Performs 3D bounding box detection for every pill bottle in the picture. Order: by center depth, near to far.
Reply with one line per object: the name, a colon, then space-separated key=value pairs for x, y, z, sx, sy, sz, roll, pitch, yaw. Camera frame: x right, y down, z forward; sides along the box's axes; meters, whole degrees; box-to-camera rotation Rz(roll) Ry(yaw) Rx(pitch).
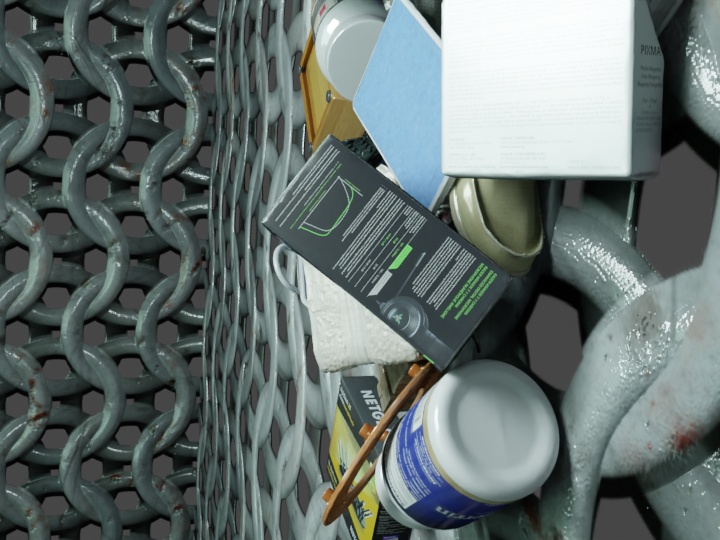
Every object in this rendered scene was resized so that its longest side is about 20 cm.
pill bottle: x=0.084 y=0.167 z=0.715 sx=0.200 sy=0.114 sz=0.117 roll=120 pitch=146 yaw=-59
pill bottle: x=0.000 y=-0.279 z=0.954 sx=0.201 sy=0.115 sz=0.118 roll=-99 pitch=18 yaw=-57

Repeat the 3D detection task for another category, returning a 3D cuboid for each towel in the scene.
towel: x=0.000 y=0.000 z=0.824 sx=0.131 sy=0.034 sz=0.203 roll=-12 pitch=82 yaw=36

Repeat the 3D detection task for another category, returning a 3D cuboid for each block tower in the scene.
block tower: x=0.069 y=0.081 z=0.860 sx=0.201 sy=0.057 sz=0.054 roll=114 pitch=150 yaw=-47

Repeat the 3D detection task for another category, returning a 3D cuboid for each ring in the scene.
ring: x=0.020 y=0.167 z=0.799 sx=0.019 sy=0.200 sz=0.202 roll=35 pitch=136 yaw=15

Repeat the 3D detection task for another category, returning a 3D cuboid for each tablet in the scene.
tablet: x=0.050 y=-0.155 z=0.740 sx=0.131 sy=0.014 sz=0.201 roll=-64 pitch=37 yaw=34

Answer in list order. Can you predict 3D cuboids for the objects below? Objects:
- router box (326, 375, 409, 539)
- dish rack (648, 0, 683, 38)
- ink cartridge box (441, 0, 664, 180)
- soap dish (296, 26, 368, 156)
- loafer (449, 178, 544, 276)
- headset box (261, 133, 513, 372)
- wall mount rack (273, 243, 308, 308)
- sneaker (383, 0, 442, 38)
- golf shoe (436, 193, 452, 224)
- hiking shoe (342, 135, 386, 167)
router box: x=0.012 y=0.256 z=1.027 sx=0.200 sy=0.052 sz=0.159 roll=-124 pitch=39 yaw=-60
dish rack: x=0.164 y=-0.232 z=0.613 sx=0.172 sy=0.043 sz=0.202 roll=116 pitch=150 yaw=-52
ink cartridge box: x=0.132 y=-0.167 z=0.570 sx=0.161 sy=0.057 sz=0.203 roll=7 pitch=99 yaw=44
soap dish: x=-0.033 y=-0.268 z=1.148 sx=0.158 sy=0.080 sz=0.202 roll=121 pitch=144 yaw=-56
loafer: x=0.118 y=-0.095 z=0.688 sx=0.068 sy=0.075 sz=0.202 roll=139 pitch=125 yaw=-59
headset box: x=0.033 y=-0.002 z=0.691 sx=0.093 sy=0.199 sz=0.174 roll=-51 pitch=-8 yaw=-2
wall mount rack: x=-0.018 y=0.033 z=1.001 sx=0.074 sy=0.199 sz=0.176 roll=-26 pitch=56 yaw=30
sneaker: x=0.060 y=-0.250 z=0.812 sx=0.066 sy=0.089 sz=0.203 roll=-148 pitch=68 yaw=-79
golf shoe: x=0.084 y=-0.096 z=0.821 sx=0.200 sy=0.072 sz=0.093 roll=111 pitch=138 yaw=-62
hiking shoe: x=0.009 y=-0.124 z=1.001 sx=0.200 sy=0.073 sz=0.088 roll=-63 pitch=-38 yaw=-77
